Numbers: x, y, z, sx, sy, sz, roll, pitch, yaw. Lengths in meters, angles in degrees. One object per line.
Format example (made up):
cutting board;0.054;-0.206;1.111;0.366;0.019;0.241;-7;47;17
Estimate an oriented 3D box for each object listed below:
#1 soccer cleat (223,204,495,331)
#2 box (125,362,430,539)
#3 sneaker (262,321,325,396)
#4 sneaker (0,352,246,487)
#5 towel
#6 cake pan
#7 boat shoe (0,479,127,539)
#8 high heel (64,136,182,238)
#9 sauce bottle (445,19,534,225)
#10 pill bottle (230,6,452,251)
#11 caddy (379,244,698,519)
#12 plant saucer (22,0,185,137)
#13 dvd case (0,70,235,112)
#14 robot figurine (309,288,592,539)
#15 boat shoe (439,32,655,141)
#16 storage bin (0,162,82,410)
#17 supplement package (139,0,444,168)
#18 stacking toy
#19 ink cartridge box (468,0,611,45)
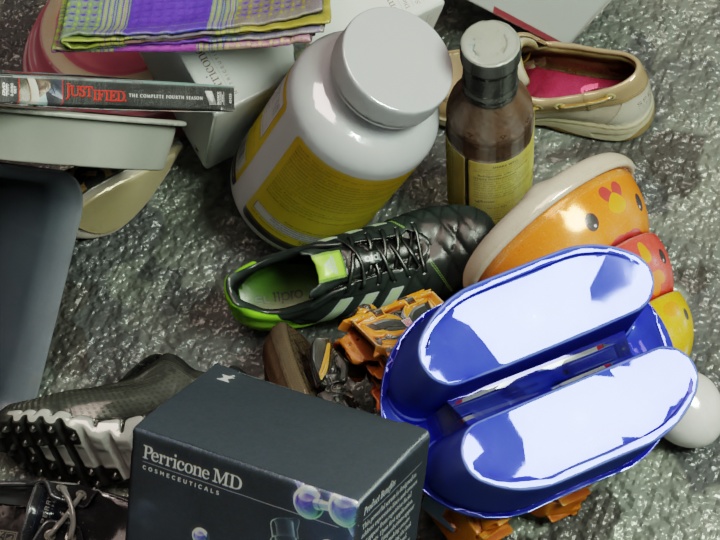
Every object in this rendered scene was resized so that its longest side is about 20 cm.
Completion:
soccer cleat;0.000;0.000;1.282;0.199;0.081;0.068;-16;80;6
box;-0.055;0.182;1.095;0.148;0.201;0.107;15;23;21
sneaker;-0.047;0.121;1.229;0.075;0.070;0.201;-33;44;12
sneaker;-0.158;0.100;1.268;0.199;0.067;0.091;-3;37;21
towel;-0.114;-0.210;1.293;0.198;0.023;0.144;-2;49;7
cake pan;-0.221;-0.095;1.268;0.199;0.200;0.037;6;94;14
boat shoe;-0.204;0.172;1.222;0.198;0.068;0.072;4;56;14
high heel;-0.245;-0.081;1.399;0.199;0.071;0.143;-34;62;-3
sauce bottle;0.091;-0.095;1.269;0.064;0.200;0.065;-1;59;2
pill bottle;-0.012;-0.098;1.279;0.111;0.200;0.113;10;63;-20
caddy;0.110;0.069;1.131;0.199;0.105;0.142;-20;78;-14
plant saucer;-0.181;-0.191;1.479;0.199;0.051;0.202;-5;54;7
dvd case;-0.206;-0.124;1.245;0.199;0.022;0.145;-4;10;-45
robot figurine;0.058;0.092;1.210;0.144;0.058;0.200;-20;60;-34
boat shoe;0.124;-0.148;1.380;0.198;0.069;0.074;5;57;14
storage bin;-0.296;0.005;1.297;0.134;0.145;0.201;22;101;34
supplement package;-0.057;-0.185;1.380;0.199;0.117;0.117;-29;81;-15
stacking toy;0.178;0.034;1.232;0.146;0.146;0.200;-34;75;-14
ink cartridge box;0.110;-0.286;1.413;0.145;0.083;0.201;22;37;-29
